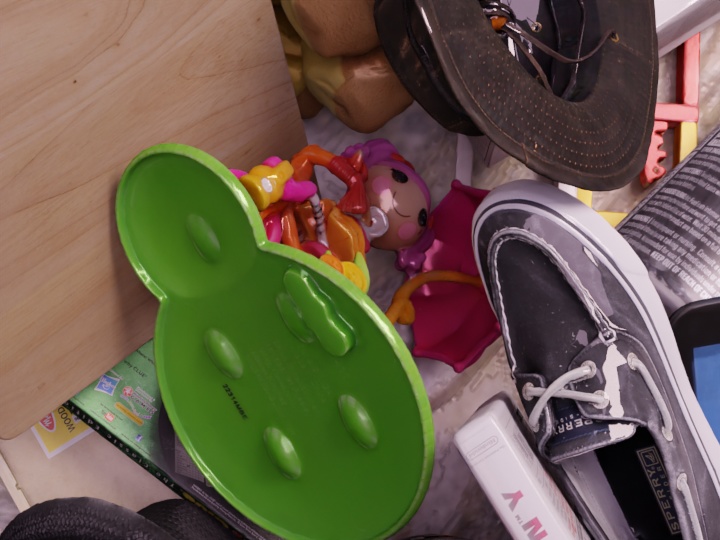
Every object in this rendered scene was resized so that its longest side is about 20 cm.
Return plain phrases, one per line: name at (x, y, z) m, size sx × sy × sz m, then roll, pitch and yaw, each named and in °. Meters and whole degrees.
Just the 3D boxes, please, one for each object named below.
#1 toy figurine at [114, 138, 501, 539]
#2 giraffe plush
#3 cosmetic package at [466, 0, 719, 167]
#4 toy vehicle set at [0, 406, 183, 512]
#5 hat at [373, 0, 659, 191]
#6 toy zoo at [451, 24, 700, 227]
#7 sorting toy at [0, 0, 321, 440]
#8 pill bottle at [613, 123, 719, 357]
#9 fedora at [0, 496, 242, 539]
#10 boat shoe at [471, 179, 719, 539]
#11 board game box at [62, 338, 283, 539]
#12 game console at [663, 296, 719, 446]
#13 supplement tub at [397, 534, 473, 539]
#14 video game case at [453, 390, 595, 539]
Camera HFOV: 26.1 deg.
toy figurine at (0.000, 0.000, 0.748) m, size 0.201 × 0.149 × 0.184 m, roll 58°, pitch 41°, yaw -5°
giraffe plush at (-0.017, -0.191, 0.805) m, size 0.162 × 0.173 × 0.199 m, roll -45°, pitch 49°, yaw -16°
cosmetic package at (0.137, -0.134, 0.793) m, size 0.199 × 0.083 × 0.051 m, roll -33°, pitch 83°, yaw -5°
toy vehicle set at (-0.143, 0.055, 0.812) m, size 0.123 × 0.027 × 0.201 m, roll -30°, pitch 83°, yaw -5°
hat at (0.058, -0.121, 0.705) m, size 0.199 × 0.080 × 0.203 m, roll 20°, pitch 60°, yaw -39°
toy zoo at (0.117, -0.090, 0.838) m, size 0.129 × 0.020 × 0.203 m, roll 3°, pitch 82°, yaw 0°
sorting toy at (-0.130, -0.062, 0.708) m, size 0.199 × 0.200 × 0.069 m, roll -37°, pitch 46°, yaw -24°
pill bottle at (0.215, -0.035, 0.775) m, size 0.200 × 0.106 × 0.106 m, roll -43°, pitch 84°, yaw -11°
fedora at (-0.087, 0.185, 0.744) m, size 0.198 × 0.091 × 0.203 m, roll 13°, pitch 116°, yaw 27°
boat shoe at (0.102, 0.057, 0.682) m, size 0.071 × 0.068 × 0.202 m, roll -21°, pitch 100°, yaw 35°
board game box at (-0.076, 0.059, 0.784) m, size 0.199 × 0.023 × 0.105 m, roll 38°, pitch 70°, yaw -1°
game console at (0.240, 0.108, 0.691) m, size 0.117 × 0.170 × 0.202 m, roll -24°, pitch 117°, yaw -27°
supplement tub at (0.037, 0.183, 0.706) m, size 0.121 × 0.200 × 0.124 m, roll 0°, pitch 82°, yaw -1°
video game case at (0.102, 0.139, 0.688) m, size 0.023 × 0.200 × 0.183 m, roll -32°, pitch 85°, yaw 5°
